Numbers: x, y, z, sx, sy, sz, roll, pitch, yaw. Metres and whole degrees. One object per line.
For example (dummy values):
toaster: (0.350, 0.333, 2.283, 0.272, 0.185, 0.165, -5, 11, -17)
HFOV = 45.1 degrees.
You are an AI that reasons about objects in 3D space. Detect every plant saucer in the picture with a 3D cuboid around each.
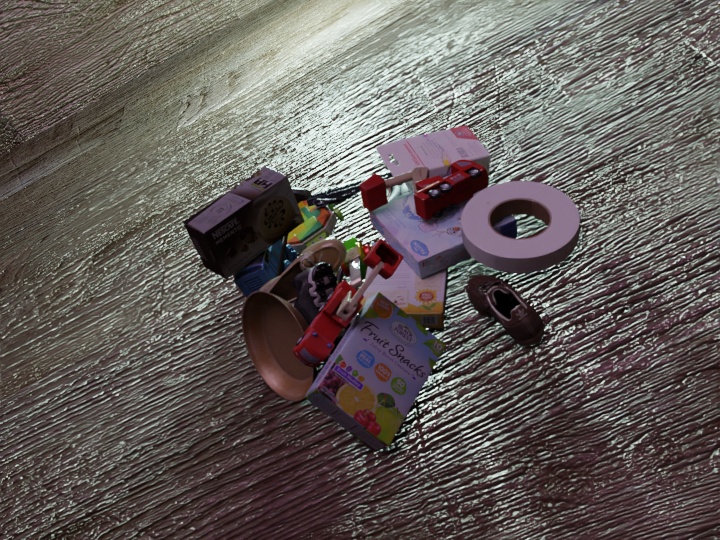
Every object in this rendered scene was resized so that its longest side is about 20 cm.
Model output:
plant saucer: (-0.131, 0.124, 1.481, 0.035, 0.201, 0.200, -22, 23, -37)

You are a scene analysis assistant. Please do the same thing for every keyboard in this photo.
keyboard: (-0.027, -0.169, 1.818, 0.199, 0.021, 0.127, -15, 19, 28)

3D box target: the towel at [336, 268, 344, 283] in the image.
towel: (-0.124, 0.062, 1.688, 0.199, 0.023, 0.144, -16, 37, 23)

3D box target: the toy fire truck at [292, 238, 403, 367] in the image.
toy fire truck: (-0.022, 0.055, 1.351, 0.200, 0.049, 0.141, -55, 7, -24)

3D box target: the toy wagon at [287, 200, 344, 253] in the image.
toy wagon: (-0.110, -0.087, 1.854, 0.155, 0.040, 0.200, -35, 33, -4)

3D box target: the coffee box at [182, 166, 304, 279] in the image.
coffee box: (-0.218, -0.092, 1.636, 0.200, 0.113, 0.080, -38, 40, -24)

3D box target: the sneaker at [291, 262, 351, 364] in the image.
sneaker: (-0.067, 0.087, 1.467, 0.090, 0.201, 0.066, -8, 9, 44)

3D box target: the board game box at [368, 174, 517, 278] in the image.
board game box: (0.146, -0.088, 1.572, 0.198, 0.043, 0.200, -22, 39, -14)

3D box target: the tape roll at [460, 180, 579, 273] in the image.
tape roll: (0.269, -0.077, 1.470, 0.202, 0.037, 0.203, -6, 43, 5)

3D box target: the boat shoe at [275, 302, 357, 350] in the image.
boat shoe: (-0.058, 0.118, 1.533, 0.199, 0.075, 0.093, 10, 91, 24)

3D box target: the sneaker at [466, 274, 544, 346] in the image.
sneaker: (0.223, 0.042, 1.377, 0.070, 0.076, 0.200, -36, 34, -6)

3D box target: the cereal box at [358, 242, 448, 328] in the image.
cereal box: (0.080, 0.022, 1.516, 0.143, 0.040, 0.200, 0, 38, 11)

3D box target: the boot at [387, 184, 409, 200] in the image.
boot: (0.115, -0.141, 1.712, 0.138, 0.078, 0.200, -22, 35, 7)

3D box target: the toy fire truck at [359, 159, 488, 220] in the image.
toy fire truck: (0.115, -0.153, 1.574, 0.200, 0.049, 0.141, -28, 41, -21)

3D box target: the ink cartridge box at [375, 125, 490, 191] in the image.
ink cartridge box: (0.140, -0.210, 1.701, 0.199, 0.068, 0.117, -14, 44, -13)

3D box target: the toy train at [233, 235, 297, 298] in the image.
toy train: (-0.183, -0.013, 1.711, 0.086, 0.114, 0.200, -20, 35, 19)

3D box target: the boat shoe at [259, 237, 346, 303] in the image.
boat shoe: (-0.108, 0.017, 1.587, 0.200, 0.073, 0.063, -39, 10, 12)

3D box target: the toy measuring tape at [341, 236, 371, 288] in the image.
toy measuring tape: (0.000, 0.000, 1.615, 0.073, 0.074, 0.200, -27, 26, 8)

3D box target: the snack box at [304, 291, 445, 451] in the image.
snack box: (0.026, 0.153, 1.334, 0.200, 0.142, 0.053, -55, 9, -32)

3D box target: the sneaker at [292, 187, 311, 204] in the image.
sneaker: (-0.189, -0.177, 2.003, 0.199, 0.076, 0.114, -13, 44, 36)
